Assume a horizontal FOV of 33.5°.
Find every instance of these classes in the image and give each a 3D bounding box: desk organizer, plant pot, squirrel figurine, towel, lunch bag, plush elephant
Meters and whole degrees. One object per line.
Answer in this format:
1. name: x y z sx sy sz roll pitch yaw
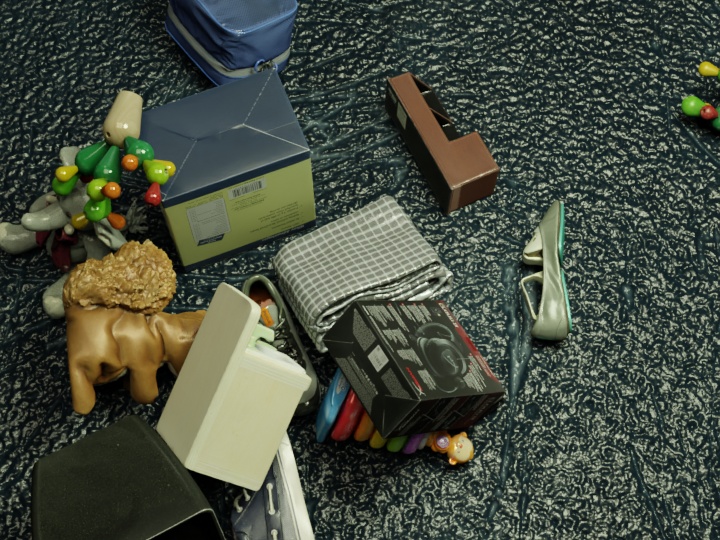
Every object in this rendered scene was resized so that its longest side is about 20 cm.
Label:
1. desk organizer: 0.112 -0.187 1.666 0.076 0.072 0.201 -22 66 -12
2. plant pot: -0.275 0.293 1.379 0.198 0.200 0.178 -26 54 -12
3. squirrel figurine: -0.271 0.065 1.489 0.184 0.141 0.203 -6 98 -10
4. towel: 0.000 0.000 1.529 0.198 0.086 0.166 -25 36 -10
5. lunch bag: -0.183 -0.355 1.720 0.135 0.133 0.200 -27 65 -29
6. plush elephant: -0.377 -0.062 1.562 0.199 0.155 0.166 -28 67 -12

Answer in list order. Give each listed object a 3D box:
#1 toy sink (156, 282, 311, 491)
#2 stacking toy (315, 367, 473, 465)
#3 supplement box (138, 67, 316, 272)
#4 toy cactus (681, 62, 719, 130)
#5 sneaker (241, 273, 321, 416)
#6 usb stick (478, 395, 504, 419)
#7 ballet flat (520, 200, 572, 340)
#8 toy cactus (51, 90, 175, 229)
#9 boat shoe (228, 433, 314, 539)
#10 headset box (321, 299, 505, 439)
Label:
1. toy sink: -0.140 0.136 1.417 0.111 0.130 0.202 23 91 -28
2. stacking toy: 0.050 0.188 1.478 0.198 0.110 0.117 26 64 1
3. supplement box: -0.173 -0.127 1.567 0.198 0.200 0.135 -19 66 -9
4. toy cactus: 0.557 -0.224 1.667 0.197 0.102 0.167 -10 74 -13
5. sneaker: -0.110 0.095 1.526 0.073 0.080 0.202 -22 66 -11
6. usb stick: 0.110 0.104 1.546 0.055 0.033 0.201 -35 69 -7
7. ballet flat: 0.243 -0.004 1.578 0.063 0.068 0.202 -2 64 7
8. toy cactus: -0.290 -0.133 1.444 0.199 0.102 0.167 -7 65 48
9. boat shoe: -0.120 0.266 1.444 0.092 0.075 0.202 -12 64 -12
10. headset box: 0.071 0.114 1.435 0.077 0.199 0.149 -47 62 27
